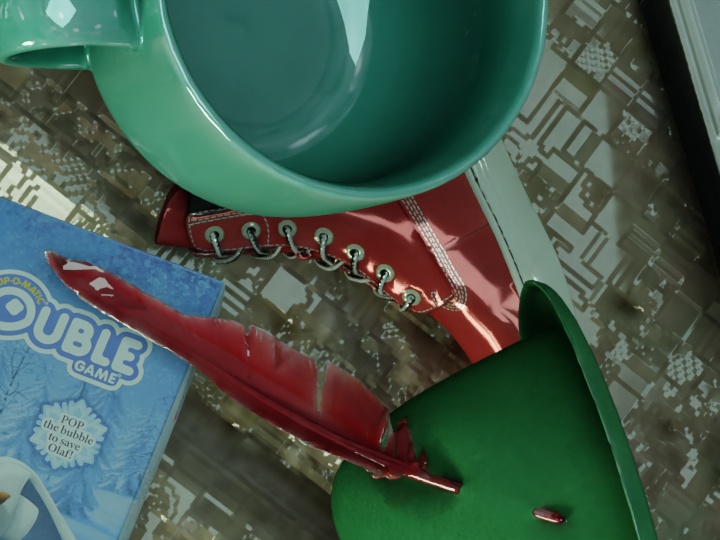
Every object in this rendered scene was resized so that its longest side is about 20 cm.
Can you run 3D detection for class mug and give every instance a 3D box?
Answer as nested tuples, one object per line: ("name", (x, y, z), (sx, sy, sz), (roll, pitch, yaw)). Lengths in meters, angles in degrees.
("mug", (-0.037, -0.102, 0.907), (0.185, 0.114, 0.152), (30, 75, -20))

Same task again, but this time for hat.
("hat", (0.000, 0.097, 0.897), (0.176, 0.200, 0.166), (-13, 132, -7))

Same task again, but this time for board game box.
("board game box", (-0.178, 0.061, 0.926), (0.200, 0.043, 0.199), (20, 67, 1))

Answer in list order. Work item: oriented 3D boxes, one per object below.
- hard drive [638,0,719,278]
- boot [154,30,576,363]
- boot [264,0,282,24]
("hard drive", (0.200, -0.073, 1.032), (0.140, 0.038, 0.200), (-10, 75, -12))
("boot", (0.000, 0.000, 1.000), (0.144, 0.072, 0.200), (-23, 86, -11))
("boot", (-0.112, -0.100, 0.963), (0.200, 0.064, 0.187), (12, 70, -17))
